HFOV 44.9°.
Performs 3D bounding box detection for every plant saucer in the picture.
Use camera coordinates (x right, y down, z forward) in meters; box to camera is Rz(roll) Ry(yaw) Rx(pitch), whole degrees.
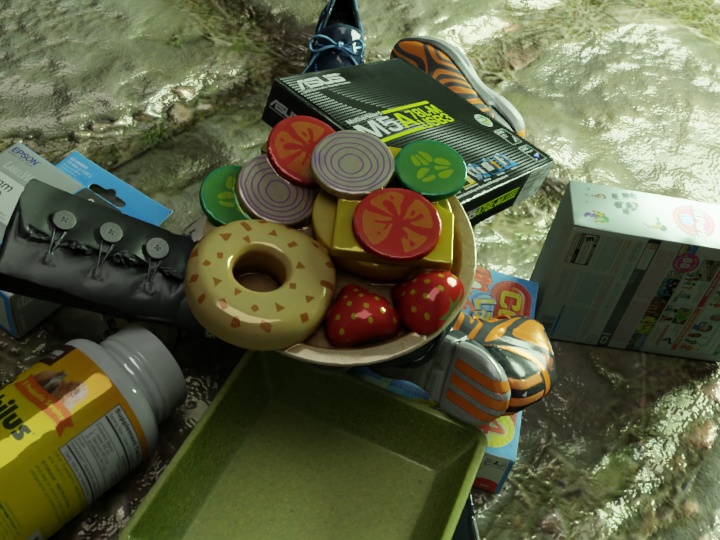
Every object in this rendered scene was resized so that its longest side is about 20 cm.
[{"bbox_3d":[-0.033,0.164,0.621,0.198,0.048,0.200,21,47,12],"label":"plant saucer"}]

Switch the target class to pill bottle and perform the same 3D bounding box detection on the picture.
[{"bbox_3d":[-0.228,0.126,0.647,0.109,0.110,0.200,37,53,21],"label":"pill bottle"}]

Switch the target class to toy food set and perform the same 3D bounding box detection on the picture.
[{"bbox_3d":[-0.016,-0.026,0.604,0.198,0.049,0.199,6,55,-1],"label":"toy food set"}]

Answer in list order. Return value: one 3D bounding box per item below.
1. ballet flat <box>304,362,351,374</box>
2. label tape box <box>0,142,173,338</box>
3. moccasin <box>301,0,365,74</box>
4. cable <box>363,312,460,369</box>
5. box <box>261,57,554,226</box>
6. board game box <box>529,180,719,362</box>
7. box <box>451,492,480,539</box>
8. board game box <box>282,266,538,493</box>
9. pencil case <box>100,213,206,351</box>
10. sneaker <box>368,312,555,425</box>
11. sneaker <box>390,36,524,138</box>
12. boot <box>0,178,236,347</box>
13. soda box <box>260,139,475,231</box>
[{"bbox_3d":[-0.031,0.026,0.717,0.067,0.064,0.201,-13,41,-7],"label":"ballet flat"},{"bbox_3d":[-0.296,-0.051,0.817,0.143,0.066,0.200,32,53,17],"label":"label tape box"},{"bbox_3d":[-0.033,-0.269,1.047,0.080,0.068,0.201,1,50,-9],"label":"moccasin"},{"bbox_3d":[0.000,0.000,0.669,0.162,0.051,0.200,-16,48,-37],"label":"cable"},{"bbox_3d":[0.047,-0.115,0.766,0.193,0.048,0.200,41,36,19],"label":"box"},{"bbox_3d":[0.271,0.005,0.814,0.198,0.148,0.065,9,46,-2],"label":"board game box"},{"bbox_3d":[-0.004,0.239,0.631,0.198,0.046,0.160,0,50,-10],"label":"box"},{"bbox_3d":[0.049,0.074,0.776,0.194,0.056,0.201,14,49,3],"label":"board game box"},{"bbox_3d":[-0.150,-0.003,0.794,0.078,0.089,0.200,47,53,-7],"label":"pencil case"},{"bbox_3d":[0.074,0.056,0.718,0.112,0.078,0.200,-6,33,-43],"label":"sneaker"},{"bbox_3d":[0.083,-0.189,0.984,0.112,0.078,0.200,-30,60,-32],"label":"sneaker"},{"bbox_3d":[-0.175,-0.030,0.710,0.198,0.066,0.166,14,48,-8],"label":"boot"},{"bbox_3d":[0.005,-0.065,0.794,0.199,0.064,0.068,35,68,17],"label":"soda box"}]
